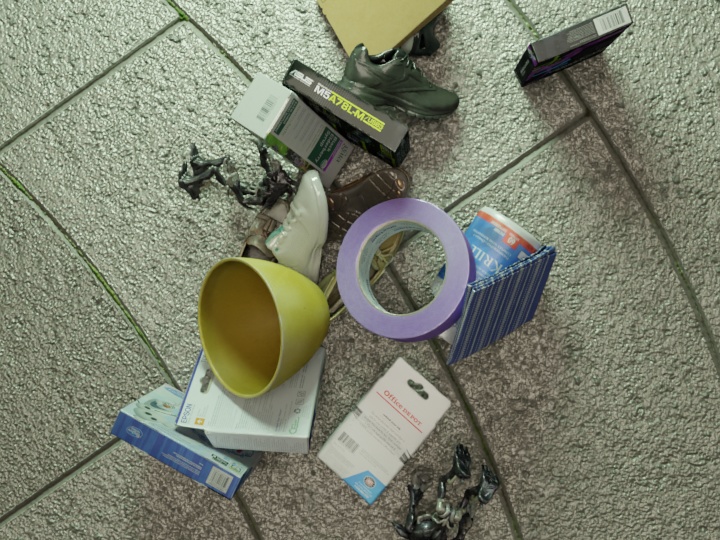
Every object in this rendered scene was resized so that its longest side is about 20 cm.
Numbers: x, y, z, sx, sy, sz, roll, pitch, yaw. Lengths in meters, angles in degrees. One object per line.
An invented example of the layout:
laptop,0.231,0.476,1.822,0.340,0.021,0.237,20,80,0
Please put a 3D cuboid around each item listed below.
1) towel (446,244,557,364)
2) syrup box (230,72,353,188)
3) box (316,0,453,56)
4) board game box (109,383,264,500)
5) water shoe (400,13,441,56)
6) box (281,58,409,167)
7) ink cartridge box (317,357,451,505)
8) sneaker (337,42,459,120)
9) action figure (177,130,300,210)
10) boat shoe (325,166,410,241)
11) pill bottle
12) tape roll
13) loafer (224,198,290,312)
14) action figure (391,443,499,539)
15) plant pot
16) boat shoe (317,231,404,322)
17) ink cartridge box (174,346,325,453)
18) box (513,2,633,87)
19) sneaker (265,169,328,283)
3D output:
towel,0.206,0.048,1.316,0.024,0.198,0.147,38,133,32
syrup box,-0.097,-0.204,1.339,0.081,0.199,0.079,34,91,32
box,0.038,-0.422,1.373,0.199,0.021,0.165,-36,74,25
board game box,-0.249,0.251,1.349,0.198,0.199,0.044,28,97,4
water shoe,0.101,-0.438,1.406,0.077,0.071,0.204,8,96,-16
box,-0.016,-0.227,1.337,0.191,0.200,0.048,30,91,4
ink cartridge box,0.039,0.243,1.395,0.116,0.068,0.201,40,92,3
sneaker,0.066,-0.286,1.362,0.197,0.076,0.092,8,115,-23
action figure,-0.181,-0.152,1.389,0.196,0.120,0.103,7,128,13
boat shoe,-0.007,-0.105,1.402,0.197,0.072,0.077,-20,103,22
pill bottle,0.177,0.015,1.365,0.111,0.112,0.202,33,92,4
tape roll,0.067,0.001,1.308,0.196,0.066,0.204,-3,80,17
loafer,-0.160,-0.020,1.413,0.071,0.063,0.203,26,91,6
action figure,0.128,0.362,1.369,0.118,0.102,0.201,33,117,-3
plant pot,-0.127,0.074,1.333,0.198,0.141,0.204,10,104,44
boat shoe,-0.002,-0.001,1.392,0.201,0.063,0.073,-46,109,4
ink cartridge box,-0.160,0.185,1.355,0.196,0.201,0.041,5,126,4
box,0.306,-0.326,1.316,0.141,0.200,0.037,-23,92,4
sneaker,-0.100,-0.057,1.355,0.087,0.076,0.203,-2,126,-16
